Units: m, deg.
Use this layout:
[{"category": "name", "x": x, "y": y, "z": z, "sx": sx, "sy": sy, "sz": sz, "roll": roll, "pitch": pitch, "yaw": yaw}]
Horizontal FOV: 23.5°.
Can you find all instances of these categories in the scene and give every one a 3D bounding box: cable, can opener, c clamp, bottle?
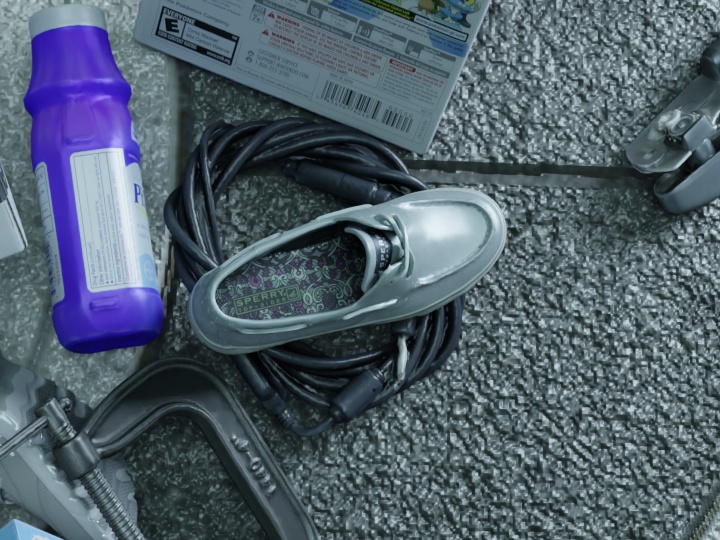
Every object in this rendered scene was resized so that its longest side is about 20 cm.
[{"category": "cable", "x": -0.026, "y": -0.013, "z": 1.048, "sx": 0.162, "sy": 0.051, "sz": 0.201, "roll": -32, "pitch": 84, "yaw": -11}, {"category": "can opener", "x": 0.251, "y": -0.119, "z": 1.106, "sx": 0.200, "sy": 0.053, "sz": 0.067, "roll": -43, "pitch": 119, "yaw": -12}, {"category": "c clamp", "x": -0.113, "y": 0.142, "z": 0.987, "sx": 0.201, "sy": 0.027, "sz": 0.171, "roll": 54, "pitch": 53, "yaw": -12}, {"category": "bottle", "x": -0.160, "y": -0.055, "z": 1.025, "sx": 0.065, "sy": 0.084, "sz": 0.202, "roll": -8, "pitch": 80, "yaw": -7}]

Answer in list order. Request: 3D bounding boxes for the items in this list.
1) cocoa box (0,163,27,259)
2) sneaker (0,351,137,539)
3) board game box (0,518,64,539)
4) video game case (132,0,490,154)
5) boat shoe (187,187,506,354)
[{"category": "cocoa box", "x": -0.306, "y": -0.059, "z": 0.960, "sx": 0.198, "sy": 0.134, "sz": 0.132, "roll": -21, "pitch": 122, "yaw": -9}, {"category": "sneaker", "x": -0.215, "y": 0.099, "z": 1.011, "sx": 0.200, "sy": 0.075, "sz": 0.082, "roll": 43, "pitch": 114, "yaw": -3}, {"category": "board game box", "x": -0.199, "y": 0.219, "z": 0.908, "sx": 0.199, "sy": 0.151, "sz": 0.037, "roll": -37, "pitch": 51, "yaw": 14}, {"category": "video game case", "x": -0.023, "y": -0.176, "z": 1.025, "sx": 0.198, "sy": 0.183, "sz": 0.022, "roll": 22, "pitch": 41, "yaw": -2}, {"category": "boat shoe", "x": -0.001, "y": -0.001, "z": 0.995, "sx": 0.199, "sy": 0.071, "sz": 0.071, "roll": -18, "pitch": 85, "yaw": -15}]
